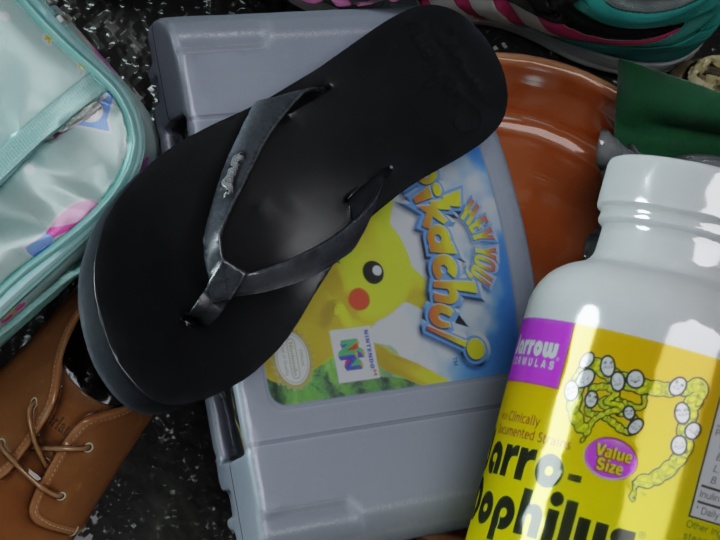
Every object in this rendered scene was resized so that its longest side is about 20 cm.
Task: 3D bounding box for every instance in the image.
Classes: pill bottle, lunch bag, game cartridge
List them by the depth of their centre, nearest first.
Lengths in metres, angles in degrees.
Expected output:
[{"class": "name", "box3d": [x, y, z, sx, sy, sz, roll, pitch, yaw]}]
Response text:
[{"class": "pill bottle", "box3d": [0.097, 0.066, 0.713, 0.104, 0.104, 0.201, 16, 84, -9]}, {"class": "lunch bag", "box3d": [-0.175, -0.030, 0.731, 0.200, 0.077, 0.160, -45, 86, -1]}, {"class": "game cartridge", "box3d": [0.000, 0.000, 0.759, 0.133, 0.040, 0.201, -7, 81, -32]}]

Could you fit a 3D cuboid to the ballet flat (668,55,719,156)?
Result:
[{"class": "ballet flat", "box3d": [0.214, -0.048, 0.808, 0.199, 0.046, 0.067, 24, 52, 18]}]

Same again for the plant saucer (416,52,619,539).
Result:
[{"class": "plant saucer", "box3d": [0.056, 0.013, 0.818, 0.199, 0.032, 0.201, 2, 79, -13]}]

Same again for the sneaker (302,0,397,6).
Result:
[{"class": "sneaker", "box3d": [-0.043, -0.158, 0.773, 0.199, 0.080, 0.087, 6, 65, 21]}]

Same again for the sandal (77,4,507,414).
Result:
[{"class": "sandal", "box3d": [-0.021, -0.032, 0.711, 0.076, 0.043, 0.200, 49, 62, -8]}]

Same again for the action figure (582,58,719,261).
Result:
[{"class": "action figure", "box3d": [0.186, -0.014, 0.770, 0.199, 0.055, 0.119, 6, 91, 15]}]

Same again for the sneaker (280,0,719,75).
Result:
[{"class": "sneaker", "box3d": [0.059, -0.131, 0.797, 0.199, 0.121, 0.084, 8, 74, -10]}]

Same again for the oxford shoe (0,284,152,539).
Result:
[{"class": "oxford shoe", "box3d": [-0.121, 0.066, 0.749, 0.071, 0.071, 0.200, 34, 75, -6]}]
